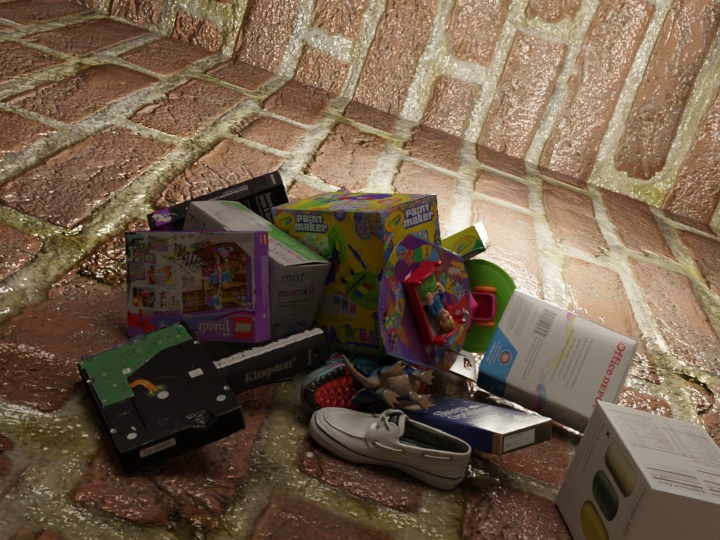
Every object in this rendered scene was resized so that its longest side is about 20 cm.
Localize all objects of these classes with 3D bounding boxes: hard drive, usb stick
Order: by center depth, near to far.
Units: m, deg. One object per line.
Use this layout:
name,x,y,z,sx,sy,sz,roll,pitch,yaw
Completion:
hard drive,-0.226,0.137,1.269,0.139,0.038,0.200,-20,34,-19
usb stick,-0.125,0.116,1.388,0.199,0.056,0.033,-18,25,-28

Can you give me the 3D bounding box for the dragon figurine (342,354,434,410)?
dragon figurine,0.024,0.140,1.424,0.199,0.059,0.099,10,-7,-44

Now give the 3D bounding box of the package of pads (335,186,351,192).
package of pads,-0.004,-0.026,1.778,0.200,0.121,0.076,45,0,-41

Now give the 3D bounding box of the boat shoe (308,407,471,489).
boat shoe,0.039,0.197,1.373,0.199,0.067,0.074,18,34,-5

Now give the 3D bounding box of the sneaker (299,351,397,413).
sneaker,-0.033,0.149,1.489,0.095,0.080,0.200,8,8,29

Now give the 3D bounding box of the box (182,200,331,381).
box,-0.159,0.026,1.515,0.200,0.178,0.096,32,22,36

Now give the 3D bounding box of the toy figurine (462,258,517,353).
toy figurine,0.123,0.052,1.744,0.199,0.151,0.184,3,-1,26

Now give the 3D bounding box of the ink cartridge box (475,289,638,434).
ink cartridge box,0.289,0.139,1.672,0.199,0.145,0.085,23,-22,13

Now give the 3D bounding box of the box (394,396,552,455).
box,0.128,0.193,1.450,0.199,0.033,0.121,6,7,39

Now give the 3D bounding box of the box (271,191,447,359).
box,0.000,0.000,1.526,0.199,0.194,0.122,6,18,43

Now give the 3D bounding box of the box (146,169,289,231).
box,-0.192,-0.057,1.638,0.199,0.143,0.036,-18,51,-3

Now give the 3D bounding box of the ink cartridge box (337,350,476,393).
ink cartridge box,0.067,0.128,1.651,0.199,0.051,0.109,20,17,-1

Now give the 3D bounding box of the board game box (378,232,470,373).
board game box,0.099,0.043,1.454,0.039,0.159,0.199,1,-14,39

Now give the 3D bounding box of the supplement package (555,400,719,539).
supplement package,0.346,0.279,1.334,0.150,0.153,0.200,15,19,-12

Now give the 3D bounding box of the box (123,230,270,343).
box,-0.208,0.018,1.441,0.199,0.138,0.039,2,5,26

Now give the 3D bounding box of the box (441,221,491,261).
box,0.139,-0.029,1.757,0.049,0.117,0.200,64,10,-2
